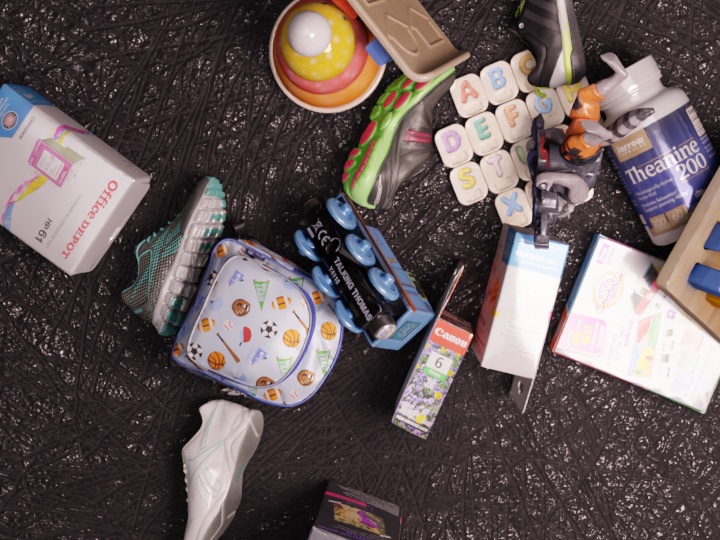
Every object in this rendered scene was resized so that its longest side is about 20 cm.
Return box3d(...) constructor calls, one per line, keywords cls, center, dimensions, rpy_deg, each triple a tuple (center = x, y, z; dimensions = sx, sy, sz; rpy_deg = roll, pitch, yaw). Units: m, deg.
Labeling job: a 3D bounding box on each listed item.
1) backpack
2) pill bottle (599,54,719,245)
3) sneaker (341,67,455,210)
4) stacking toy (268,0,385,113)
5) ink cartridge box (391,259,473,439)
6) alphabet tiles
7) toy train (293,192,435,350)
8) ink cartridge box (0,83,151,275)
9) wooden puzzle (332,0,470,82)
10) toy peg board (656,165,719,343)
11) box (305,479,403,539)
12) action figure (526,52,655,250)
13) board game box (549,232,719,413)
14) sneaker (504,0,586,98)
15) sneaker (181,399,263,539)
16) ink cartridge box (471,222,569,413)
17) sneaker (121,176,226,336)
box3d(cls="backpack", center=(-0.113, 0.067, 1.361), dimensions=(0.189, 0.154, 0.202), rpy_deg=(24, 94, -8))
box3d(cls="pill bottle", center=(0.346, -0.141, 1.323), dimensions=(0.110, 0.111, 0.202), rpy_deg=(-28, 92, 6))
box3d(cls="sneaker", center=(0.053, -0.162, 1.372), dimensions=(0.083, 0.077, 0.201), rpy_deg=(33, 90, -34))
box3d(cls="stacking toy", center=(-0.045, -0.257, 1.297), dimensions=(0.144, 0.200, 0.148), rpy_deg=(0, 95, 4))
box3d(cls="ink cartridge box", center=(0.099, 0.091, 1.361), dimensions=(0.050, 0.109, 0.202), rpy_deg=(24, 96, 2))
box3d(cls="alphabet tiles", center=(0.195, -0.158, 1.381), dimensions=(0.198, 0.015, 0.198), rpy_deg=(-21, 93, 6))
box3d(cls="toy train", center=(0.000, 0.000, 1.337), dimensions=(0.087, 0.114, 0.201), rpy_deg=(-42, 60, 20))
box3d(cls="ink cartridge box", center=(-0.379, -0.110, 1.392), dimensions=(0.199, 0.085, 0.145), rpy_deg=(35, 96, -1))
box3d(cls="wooden puzzle", center=(0.025, -0.293, 1.305), dimensions=(0.200, 0.185, 0.046), rpy_deg=(47, 117, 0))
box3d(cls="toy peg board", center=(0.458, -0.015, 1.266), dimensions=(0.198, 0.097, 0.201), rpy_deg=(35, 83, -37))
box3d(cls="box", center=(-0.019, 0.343, 1.346), dimensions=(0.105, 0.200, 0.124), rpy_deg=(20, 96, 3))
box3d(cls="action figure", center=(0.245, -0.113, 1.276), dimensions=(0.103, 0.194, 0.202), rpy_deg=(11, 56, -5))
box3d(cls="board game box", center=(0.348, 0.062, 1.375), dimensions=(0.198, 0.040, 0.155), rpy_deg=(22, 96, 2))
box3d(cls="sneaker", center=(0.207, -0.305, 1.335), dimensions=(0.082, 0.072, 0.203), rpy_deg=(-13, 88, 8))
box3d(cls="sneaker", center=(-0.187, 0.256, 1.425), dimensions=(0.079, 0.070, 0.203), rpy_deg=(20, 93, 17))
box3d(cls="ink cartridge box", center=(0.181, 0.054, 1.346), dimensions=(0.067, 0.115, 0.203), rpy_deg=(13, 97, -2))
box3d(cls="sneaker", center=(-0.233, -0.027, 1.397), dimensions=(0.090, 0.078, 0.202), rpy_deg=(22, 89, 17))
